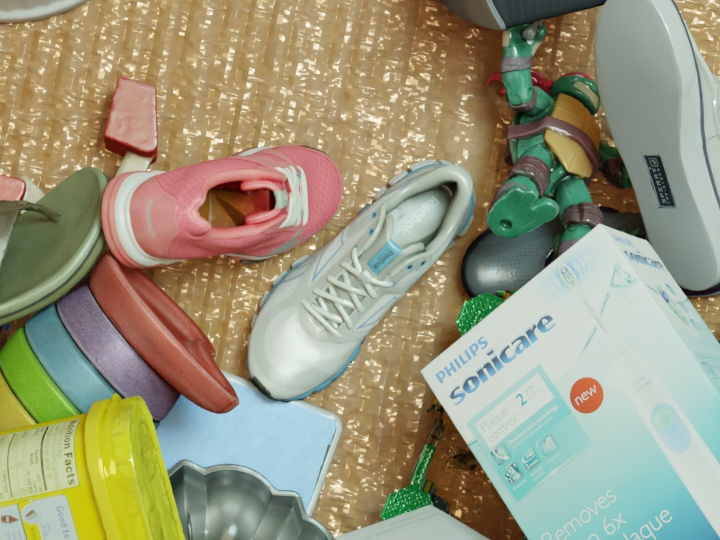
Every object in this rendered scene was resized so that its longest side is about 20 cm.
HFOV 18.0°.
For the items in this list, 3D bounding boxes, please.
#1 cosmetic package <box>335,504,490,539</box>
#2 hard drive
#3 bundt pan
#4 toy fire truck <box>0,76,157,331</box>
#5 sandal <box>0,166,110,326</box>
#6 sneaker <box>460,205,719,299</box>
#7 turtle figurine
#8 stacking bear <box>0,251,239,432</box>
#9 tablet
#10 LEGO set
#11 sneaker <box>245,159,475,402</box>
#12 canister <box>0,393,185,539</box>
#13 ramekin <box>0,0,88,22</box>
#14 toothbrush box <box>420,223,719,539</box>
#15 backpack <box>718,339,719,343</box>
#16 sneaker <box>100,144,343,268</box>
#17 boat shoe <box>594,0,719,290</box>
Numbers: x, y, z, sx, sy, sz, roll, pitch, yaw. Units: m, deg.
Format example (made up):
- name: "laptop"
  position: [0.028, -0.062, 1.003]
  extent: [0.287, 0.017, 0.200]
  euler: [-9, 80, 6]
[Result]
- name: "cosmetic package"
  position: [0.017, 0.256, 1.381]
  extent: [0.084, 0.107, 0.202]
  euler: [27, 110, 31]
- name: "hard drive"
  position: [0.109, -0.197, 1.449]
  extent: [0.134, 0.200, 0.043]
  euler: [-14, 109, -8]
- name: "bundt pan"
  position: [-0.101, 0.221, 1.425]
  extent: [0.200, 0.076, 0.204]
  euler: [0, 89, -3]
- name: "toy fire truck"
  position: [-0.210, -0.031, 1.462]
  extent: [0.140, 0.049, 0.202]
  euler: [11, 82, -5]
- name: "sandal"
  position: [-0.237, -0.003, 1.386]
  extent: [0.200, 0.080, 0.058]
  euler: [-31, 131, -7]
- name: "sneaker"
  position: [0.166, -0.014, 1.484]
  extent: [0.198, 0.088, 0.075]
  euler: [-7, 85, -7]
- name: "turtle figurine"
  position: [0.139, -0.084, 1.470]
  extent: [0.149, 0.101, 0.201]
  euler: [26, 47, -11]
- name: "stacking bear"
  position: [-0.191, 0.094, 1.411]
  extent: [0.200, 0.122, 0.114]
  euler: [-42, 116, 3]
- name: "tablet"
  position: [-0.123, 0.122, 1.474]
  extent: [0.199, 0.014, 0.131]
  euler: [21, 82, -3]
- name: "LEGO set"
  position: [0.110, 0.120, 1.470]
  extent: [0.153, 0.116, 0.202]
  euler: [12, 83, 22]
- name: "sneaker"
  position: [0.000, 0.000, 1.465]
  extent: [0.075, 0.087, 0.200]
  euler: [41, 82, -2]
- name: "canister"
  position: [-0.210, 0.165, 1.336]
  extent: [0.198, 0.087, 0.150]
  euler: [-12, 106, 6]
- name: "ramekin"
  position: [-0.230, -0.266, 1.462]
  extent: [0.200, 0.094, 0.204]
  euler: [1, 84, -6]
- name: "toothbrush box"
  position: [0.154, 0.097, 1.341]
  extent: [0.146, 0.085, 0.201]
  euler: [-39, 68, 18]
- name: "backpack"
  position: [0.293, 0.116, 1.428]
  extent: [0.183, 0.200, 0.147]
  euler: [43, 81, -1]
- name: "sneaker"
  position: [-0.065, -0.038, 1.422]
  extent: [0.199, 0.086, 0.074]
  euler: [-15, 97, -48]
- name: "boat shoe"
  position: [0.201, -0.088, 1.394]
  extent: [0.066, 0.072, 0.201]
  euler: [-34, 113, -34]
